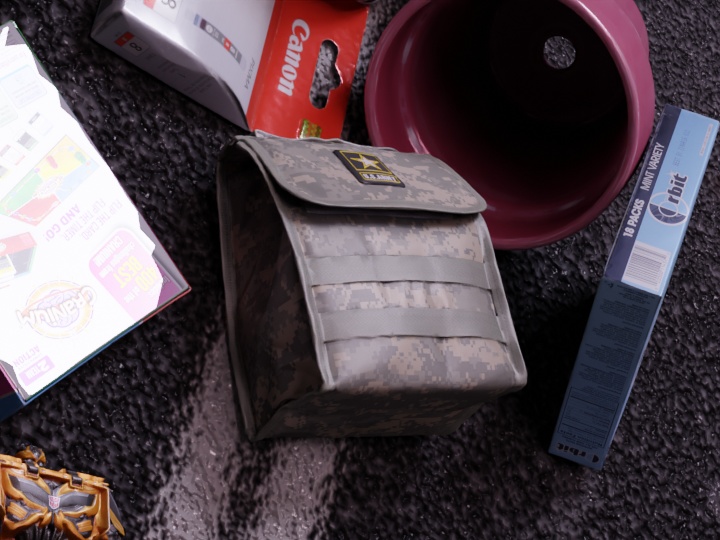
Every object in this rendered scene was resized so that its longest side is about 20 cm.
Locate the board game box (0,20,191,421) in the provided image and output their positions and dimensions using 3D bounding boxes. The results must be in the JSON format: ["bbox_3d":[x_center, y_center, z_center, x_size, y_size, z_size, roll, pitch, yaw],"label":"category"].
[{"bbox_3d":[-0.213,-0.032,1.188,0.153,0.040,0.201,-36,93,-44],"label":"board game box"}]

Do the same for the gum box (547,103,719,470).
[{"bbox_3d":[0.190,0.014,1.396,0.044,0.201,0.171,19,50,7],"label":"gum box"}]

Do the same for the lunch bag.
[{"bbox_3d":[0.000,0.000,1.297,0.163,0.117,0.201,2,64,-35],"label":"lunch bag"}]

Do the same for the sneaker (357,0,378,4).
[{"bbox_3d":[0.027,-0.253,1.393,0.200,0.114,0.076,37,35,-70],"label":"sneaker"}]

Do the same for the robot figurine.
[{"bbox_3d":[-0.182,0.189,1.092,0.144,0.058,0.202,17,59,-34],"label":"robot figurine"}]

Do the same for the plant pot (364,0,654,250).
[{"bbox_3d":[0.124,-0.137,1.427,0.201,0.199,0.179,53,31,-5],"label":"plant pot"}]

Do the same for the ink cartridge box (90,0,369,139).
[{"bbox_3d":[-0.075,-0.180,1.369,0.199,0.050,0.163,28,54,-23],"label":"ink cartridge box"}]
